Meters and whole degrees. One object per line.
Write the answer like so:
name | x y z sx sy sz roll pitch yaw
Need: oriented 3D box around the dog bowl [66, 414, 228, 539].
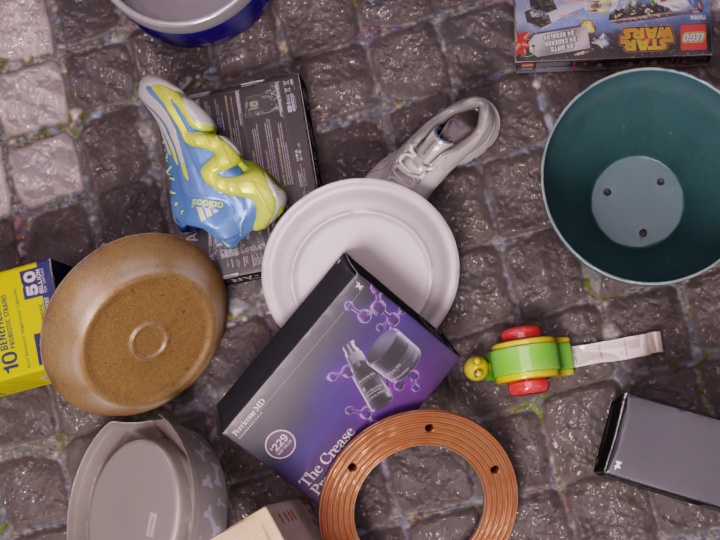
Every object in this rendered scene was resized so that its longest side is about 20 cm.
dog bowl | -0.206 0.239 1.187 0.199 0.058 0.202 -14 69 41

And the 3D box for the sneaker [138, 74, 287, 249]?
sneaker | -0.172 -0.103 1.220 0.200 0.076 0.105 43 90 11

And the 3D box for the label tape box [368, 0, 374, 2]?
label tape box | 0.031 -0.368 1.210 0.143 0.200 0.066 -43 77 0

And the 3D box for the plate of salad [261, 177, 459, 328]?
plate of salad | 0.000 0.000 1.216 0.198 0.048 0.202 -1 113 -3

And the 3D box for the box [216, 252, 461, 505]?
box | -0.023 0.108 1.177 0.141 0.079 0.200 39 95 -16

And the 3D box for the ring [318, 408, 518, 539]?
ring | 0.056 0.227 1.177 0.198 0.019 0.203 -3 107 -10

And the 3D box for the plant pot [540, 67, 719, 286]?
plant pot | 0.272 -0.079 1.170 0.198 0.135 0.203 -1 83 7

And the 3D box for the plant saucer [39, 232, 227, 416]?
plant saucer | -0.213 0.063 1.196 0.201 0.200 0.035 -51 41 -2

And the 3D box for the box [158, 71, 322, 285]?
box | -0.121 -0.092 1.272 0.158 0.044 0.202 -12 81 6

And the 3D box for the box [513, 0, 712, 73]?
box | 0.256 -0.277 1.248 0.198 0.040 0.139 0 81 8

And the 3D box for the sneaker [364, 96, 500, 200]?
sneaker | 0.058 -0.109 1.229 0.074 0.087 0.200 44 91 8

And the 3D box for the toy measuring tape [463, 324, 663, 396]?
toy measuring tape | 0.199 0.083 1.191 0.198 0.074 0.074 -9 81 7

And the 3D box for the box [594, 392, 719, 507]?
box | 0.325 0.179 1.117 0.198 0.141 0.080 16 85 9

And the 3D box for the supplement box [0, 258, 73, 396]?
supplement box | -0.382 0.071 1.253 0.198 0.110 0.110 -15 80 6

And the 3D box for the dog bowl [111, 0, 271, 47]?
dog bowl | -0.183 -0.345 1.298 0.198 0.079 0.203 -1 82 7

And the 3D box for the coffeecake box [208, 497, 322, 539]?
coffeecake box | -0.062 0.300 1.131 0.073 0.200 0.154 -30 79 2
